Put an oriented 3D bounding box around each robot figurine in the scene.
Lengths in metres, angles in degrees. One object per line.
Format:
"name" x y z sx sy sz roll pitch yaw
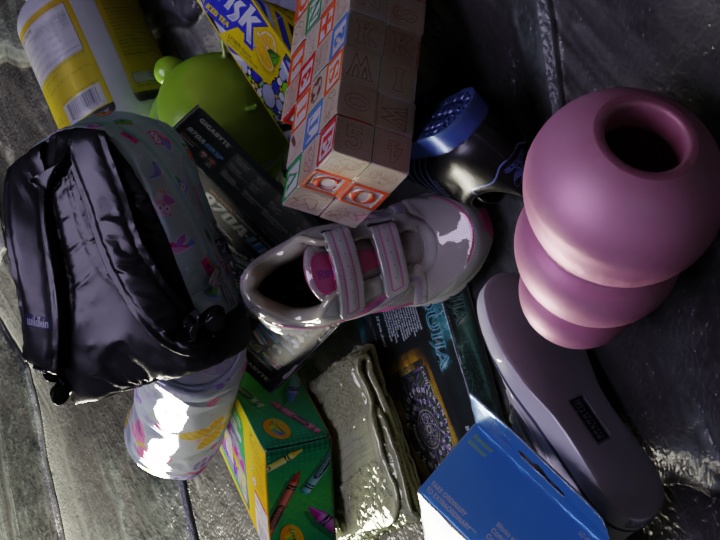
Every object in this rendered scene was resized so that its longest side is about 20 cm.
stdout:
"robot figurine" -0.124 -0.097 1.704 0.176 0.116 0.200 62 147 29

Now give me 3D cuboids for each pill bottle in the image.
"pill bottle" -0.241 -0.198 1.855 0.200 0.112 0.112 65 148 16

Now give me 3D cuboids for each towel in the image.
"towel" -0.003 0.144 1.655 0.200 0.036 0.149 135 119 -71

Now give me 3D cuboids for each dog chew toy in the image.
"dog chew toy" 0.151 -0.022 1.290 0.125 0.124 0.200 58 153 26

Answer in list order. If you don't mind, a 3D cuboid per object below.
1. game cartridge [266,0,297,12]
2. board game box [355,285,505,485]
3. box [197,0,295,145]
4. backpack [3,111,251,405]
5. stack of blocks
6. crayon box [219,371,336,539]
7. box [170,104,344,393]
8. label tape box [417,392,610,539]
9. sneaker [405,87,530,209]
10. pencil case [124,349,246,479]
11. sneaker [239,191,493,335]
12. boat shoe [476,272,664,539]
"game cartridge" -0.089 -0.269 1.531 0.200 0.042 0.133 29 141 -3
"board game box" 0.056 0.090 1.579 0.135 0.028 0.200 -17 88 59
"box" -0.063 -0.191 1.614 0.200 0.064 0.070 57 146 27
"backpack" -0.178 -0.016 1.529 0.167 0.127 0.200 -18 95 21
"stack of blocks" -0.007 -0.135 1.459 0.115 0.059 0.200 135 147 -55
"crayon box" -0.078 0.137 1.735 0.200 0.058 0.119 -122 25 -54
"box" -0.099 -0.013 1.628 0.200 0.046 0.159 44 142 0
"label tape box" 0.107 0.199 1.438 0.143 0.066 0.200 42 159 32
"sneaker" 0.062 -0.078 1.457 0.078 0.070 0.200 44 170 -13
"pencil case" -0.147 0.098 1.682 0.091 0.083 0.200 53 156 18
"sneaker" 0.000 0.000 1.490 0.200 0.088 0.081 -22 85 17
"boat shoe" 0.134 0.097 1.421 0.200 0.072 0.066 56 141 14
